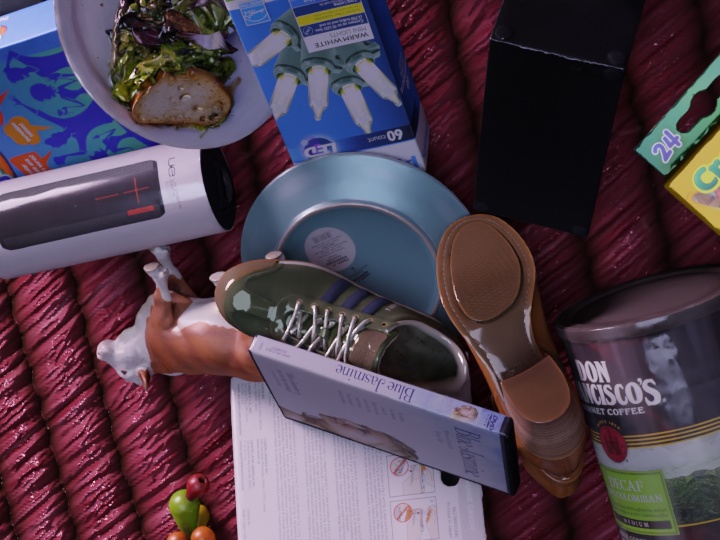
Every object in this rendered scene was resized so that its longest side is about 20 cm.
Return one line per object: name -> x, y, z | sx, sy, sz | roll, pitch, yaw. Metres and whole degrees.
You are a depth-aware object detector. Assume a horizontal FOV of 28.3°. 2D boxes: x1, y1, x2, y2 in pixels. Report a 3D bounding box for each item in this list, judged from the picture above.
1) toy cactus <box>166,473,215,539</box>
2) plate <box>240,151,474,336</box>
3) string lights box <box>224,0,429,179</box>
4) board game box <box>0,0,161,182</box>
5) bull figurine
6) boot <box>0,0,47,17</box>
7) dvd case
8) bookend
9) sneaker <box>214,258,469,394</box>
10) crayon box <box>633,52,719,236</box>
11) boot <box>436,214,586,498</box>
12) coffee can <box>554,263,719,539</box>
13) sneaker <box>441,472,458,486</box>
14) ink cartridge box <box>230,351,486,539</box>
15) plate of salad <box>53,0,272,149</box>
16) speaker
toy cactus -> -0.117, 0.280, 1.230 | 0.200, 0.102, 0.165 | 50, 126, -3
plate -> 0.000, 0.000, 1.130 | 0.200, 0.026, 0.201 | 5, 123, 8
string lights box -> -0.023, -0.159, 1.070 | 0.103, 0.059, 0.200 | -10, 130, 15
board game box -> -0.274, -0.130, 1.146 | 0.200, 0.045, 0.152 | -15, 138, 17
bull figurine -> -0.128, 0.043, 1.156 | 0.200, 0.065, 0.122 | 3, 121, 24
boot -> -0.291, -0.255, 1.147 | 0.200, 0.076, 0.169 | 1, 106, 6
dvd case -> 0.021, 0.110, 1.064 | 0.200, 0.143, 0.018 | 17, 67, 16
bookend -> 0.156, -0.166, 1.044 | 0.092, 0.199, 0.200 | 15, 149, 10
sneaker -> -0.006, 0.046, 1.063 | 0.200, 0.090, 0.067 | 18, 99, -20
crayon box -> 0.318, -0.067, 1.061 | 0.200, 0.052, 0.126 | 41, 107, 2
boot -> 0.122, 0.068, 1.088 | 0.077, 0.155, 0.200 | -26, 58, -2
coffee can -> 0.243, 0.112, 1.067 | 0.146, 0.146, 0.200 | -16, 98, 16
sneaker -> 0.034, 0.211, 1.171 | 0.071, 0.080, 0.200 | 11, 101, 11
ink cartridge box -> -0.003, 0.156, 1.155 | 0.200, 0.050, 0.161 | -7, 70, 6
plate of salad -> -0.133, -0.191, 1.079 | 0.048, 0.200, 0.200 | -21, 99, 57
speaker -> -0.203, -0.051, 1.147 | 0.200, 0.081, 0.081 | -11, 99, 12
